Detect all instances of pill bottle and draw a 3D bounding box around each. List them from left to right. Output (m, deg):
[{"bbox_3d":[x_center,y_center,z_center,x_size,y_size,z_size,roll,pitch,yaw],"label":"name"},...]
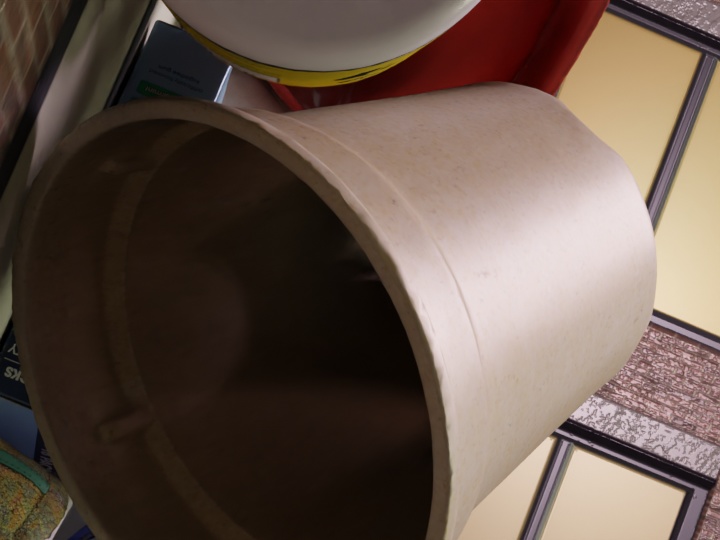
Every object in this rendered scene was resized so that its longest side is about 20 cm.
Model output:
[{"bbox_3d":[-0.013,-0.114,0.558,0.200,0.114,0.115,-119,-128,-85],"label":"pill bottle"}]

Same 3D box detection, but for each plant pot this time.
[{"bbox_3d":[0.008,0.015,0.673,0.183,0.200,0.201,-24,148,-46],"label":"plant pot"}]

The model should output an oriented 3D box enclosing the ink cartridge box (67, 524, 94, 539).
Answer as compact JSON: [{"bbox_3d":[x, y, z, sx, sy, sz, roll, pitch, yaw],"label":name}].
[{"bbox_3d":[-0.146,0.188,0.739,0.136,0.076,0.200,0,-114,55],"label":"ink cartridge box"}]

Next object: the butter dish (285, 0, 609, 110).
[{"bbox_3d":[-0.008,-0.142,0.758,0.200,0.148,0.200,118,-47,-63],"label":"butter dish"}]

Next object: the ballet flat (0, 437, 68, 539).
[{"bbox_3d":[-0.147,0.131,0.646,0.071,0.071,0.200,-72,-174,-51],"label":"ballet flat"}]

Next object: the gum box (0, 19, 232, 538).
[{"bbox_3d":[-0.124,0.008,0.873,0.170,0.044,0.200,118,-7,-63],"label":"gum box"}]

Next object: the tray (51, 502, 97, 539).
[{"bbox_3d":[-0.122,0.161,0.818,0.200,0.022,0.107,-60,-148,2],"label":"tray"}]

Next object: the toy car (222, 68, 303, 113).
[{"bbox_3d":[-0.056,-0.087,1.041,0.200,0.184,0.177,-39,179,-10],"label":"toy car"}]

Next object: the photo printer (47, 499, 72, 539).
[{"bbox_3d":[-0.187,0.152,1.111,0.200,0.069,0.167,-72,-175,-53],"label":"photo printer"}]
